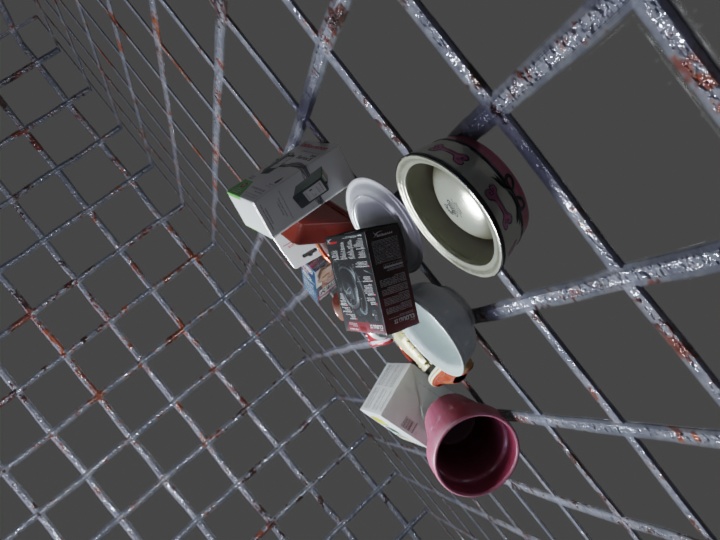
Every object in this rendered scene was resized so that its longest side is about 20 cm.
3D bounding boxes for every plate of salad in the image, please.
[{"bbox_3d":[0.048,-0.084,1.165,0.200,0.048,0.201,39,150,27],"label":"plate of salad"}]

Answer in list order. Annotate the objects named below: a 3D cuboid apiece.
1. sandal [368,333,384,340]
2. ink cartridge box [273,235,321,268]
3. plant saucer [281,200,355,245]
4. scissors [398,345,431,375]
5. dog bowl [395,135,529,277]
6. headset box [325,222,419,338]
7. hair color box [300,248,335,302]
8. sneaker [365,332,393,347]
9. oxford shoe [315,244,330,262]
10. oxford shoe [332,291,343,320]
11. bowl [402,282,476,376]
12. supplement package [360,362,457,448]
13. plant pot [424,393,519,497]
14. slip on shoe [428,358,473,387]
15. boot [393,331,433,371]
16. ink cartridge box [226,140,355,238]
[{"bbox_3d":[0.048,0.039,1.275,0.082,0.204,0.050,16,150,-34],"label":"sandal"},{"bbox_3d":[-0.158,-0.119,1.491,0.201,0.115,0.068,58,-168,-21],"label":"ink cartridge box"},{"bbox_3d":[-0.106,-0.115,1.328,0.200,0.198,0.037,37,122,41],"label":"plant saucer"},{"bbox_3d":[0.145,0.233,1.571,0.201,0.014,0.073,57,-161,-19],"label":"scissors"},{"bbox_3d":[0.140,-0.092,0.858,0.200,0.074,0.200,45,163,18],"label":"dog bowl"},{"bbox_3d":[0.021,0.025,1.140,0.148,0.077,0.202,-4,101,61],"label":"headset box"},{"bbox_3d":[-0.094,-0.003,1.618,0.061,0.100,0.200,45,163,17],"label":"hair color box"},{"bbox_3d":[0.012,0.129,1.668,0.199,0.071,0.113,29,149,48],"label":"sneaker"},{"bbox_3d":[-0.021,-0.037,1.352,0.200,0.071,0.073,44,127,-2],"label":"oxford shoe"},{"bbox_3d":[-0.013,0.039,1.473,0.071,0.073,0.201,54,-158,-27],"label":"oxford shoe"},{"bbox_3d":[0.150,0.092,1.191,0.201,0.090,0.201,46,162,19],"label":"bowl"},{"bbox_3d":[0.119,0.338,1.626,0.151,0.151,0.200,35,166,-8],"label":"supplement package"},{"bbox_3d":[0.231,0.372,1.434,0.201,0.199,0.179,56,178,-18],"label":"plant pot"},{"bbox_3d":[0.196,0.221,1.384,0.061,0.074,0.200,44,158,12],"label":"slip on shoe"},{"bbox_3d":[0.116,0.142,1.418,0.155,0.073,0.200,46,164,18],"label":"boot"},{"bbox_3d":[-0.132,-0.160,1.212,0.145,0.199,0.084,24,146,56],"label":"ink cartridge box"}]
